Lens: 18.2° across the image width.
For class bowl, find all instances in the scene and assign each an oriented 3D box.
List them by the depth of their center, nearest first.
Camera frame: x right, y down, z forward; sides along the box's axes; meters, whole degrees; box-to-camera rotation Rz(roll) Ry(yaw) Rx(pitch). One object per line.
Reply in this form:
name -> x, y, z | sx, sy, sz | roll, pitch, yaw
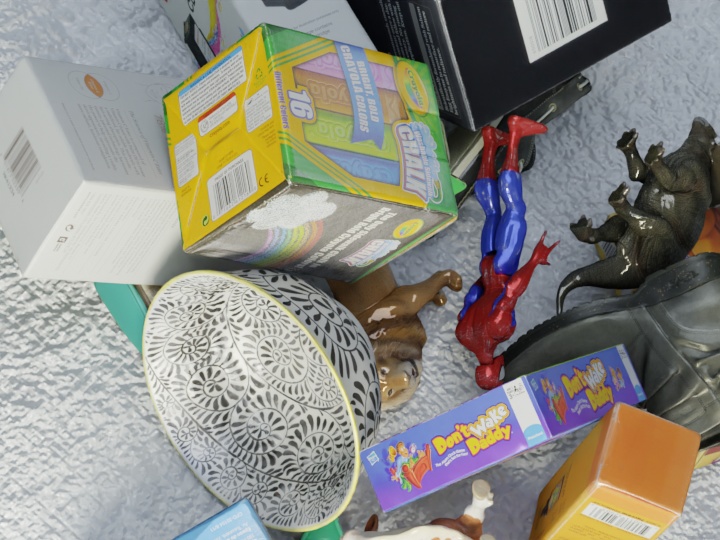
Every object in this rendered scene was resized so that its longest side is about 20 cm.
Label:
bowl -> -0.052, 0.074, 1.587 | 0.201, 0.201, 0.094 | 46, 46, 12

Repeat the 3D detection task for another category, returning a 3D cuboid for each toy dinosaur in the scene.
toy dinosaur -> 0.221, -0.038, 1.676 | 0.102, 0.077, 0.201 | 36, 77, -27

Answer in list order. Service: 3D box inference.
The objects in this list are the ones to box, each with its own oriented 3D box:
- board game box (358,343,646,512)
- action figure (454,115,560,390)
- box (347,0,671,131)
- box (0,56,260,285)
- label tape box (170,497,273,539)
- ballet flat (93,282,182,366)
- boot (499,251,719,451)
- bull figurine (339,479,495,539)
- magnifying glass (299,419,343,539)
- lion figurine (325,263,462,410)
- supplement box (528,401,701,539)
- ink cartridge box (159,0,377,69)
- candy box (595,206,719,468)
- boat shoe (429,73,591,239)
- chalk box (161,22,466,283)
board game box -> 0.102, 0.107, 1.558 | 0.134, 0.200, 0.045 | -26, 83, 24
action figure -> 0.106, -0.010, 1.662 | 0.051, 0.065, 0.201 | 19, 73, -31
box -> 0.096, -0.218, 1.721 | 0.196, 0.118, 0.200 | -29, 30, -21
box -> -0.160, -0.066, 1.610 | 0.199, 0.098, 0.125 | 5, 45, -42
label tape box -> -0.090, 0.279, 1.534 | 0.144, 0.063, 0.201 | -28, 73, -10
ballet flat -> -0.178, -0.018, 1.664 | 0.062, 0.068, 0.200 | -32, 75, -28
boot -> 0.204, 0.081, 1.650 | 0.199, 0.068, 0.131 | -25, 75, 14
bull figurine -> 0.085, 0.213, 1.572 | 0.199, 0.121, 0.065 | 30, 53, -10
magnifying glass -> -0.027, 0.196, 1.617 | 0.079, 0.022, 0.201 | 4, 64, -8
lion figurine -> 0.000, 0.000, 1.668 | 0.122, 0.072, 0.201 | -29, 88, -26
supplement box -> 0.170, 0.163, 1.567 | 0.068, 0.200, 0.067 | 21, 64, -5
ink cartridge box -> -0.075, -0.187, 1.714 | 0.082, 0.146, 0.201 | -25, 72, -19
candy box -> 0.271, 0.039, 1.722 | 0.116, 0.057, 0.201 | -15, 68, -14
boat shoe -> 0.106, -0.094, 1.749 | 0.068, 0.072, 0.200 | 46, 69, -17
chalk box -> -0.018, -0.076, 1.563 | 0.199, 0.124, 0.125 | 10, 60, -41
